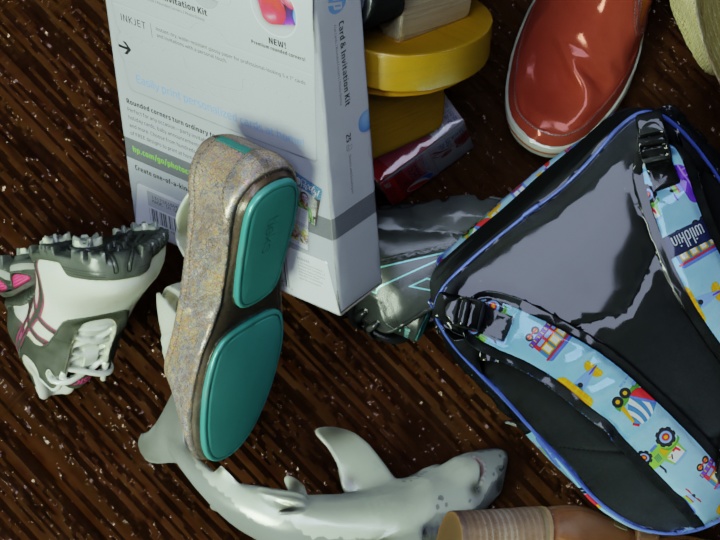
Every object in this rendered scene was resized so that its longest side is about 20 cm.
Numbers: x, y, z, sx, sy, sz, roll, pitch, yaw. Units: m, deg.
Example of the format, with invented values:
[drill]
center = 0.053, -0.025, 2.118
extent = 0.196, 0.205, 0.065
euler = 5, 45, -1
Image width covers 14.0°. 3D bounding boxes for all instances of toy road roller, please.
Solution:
[toy road roller]
center = -0.018, -0.148, 1.600
extent = 0.199, 0.123, 0.147
euler = 29, 127, 36

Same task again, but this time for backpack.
[backpack]
center = 0.155, 0.032, 1.580
extent = 0.182, 0.135, 0.200
euler = -42, 95, 2

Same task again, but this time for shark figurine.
[shark figurine]
center = -0.032, 0.143, 1.649
extent = 0.213, 0.090, 0.129
euler = 11, 48, 3

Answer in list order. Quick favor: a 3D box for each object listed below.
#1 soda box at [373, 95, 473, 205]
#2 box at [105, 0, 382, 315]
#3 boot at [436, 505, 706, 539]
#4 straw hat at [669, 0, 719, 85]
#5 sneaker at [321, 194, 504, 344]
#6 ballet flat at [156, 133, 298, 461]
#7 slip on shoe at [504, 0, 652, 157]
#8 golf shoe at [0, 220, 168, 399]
[soda box]
center = -0.017, -0.138, 1.696
extent = 0.063, 0.070, 0.200
euler = -36, 77, 0
[box]
center = -0.065, -0.090, 1.566
extent = 0.155, 0.201, 0.041
euler = 22, 43, 34
[boot]
center = 0.104, 0.221, 1.616
extent = 0.154, 0.077, 0.201
euler = 6, 106, -18
[straw hat]
center = 0.221, -0.157, 1.649
extent = 0.085, 0.200, 0.203
euler = -7, 76, 48
[sneaker]
center = 0.000, 0.000, 1.667
extent = 0.198, 0.075, 0.080
euler = -1, 82, 9
[ballet flat]
center = -0.076, 0.010, 1.577
extent = 0.067, 0.068, 0.201
euler = 37, 130, 30
[slip on shoe]
center = 0.139, -0.160, 1.680
extent = 0.074, 0.061, 0.201
euler = 27, 87, 11
[golf shoe]
center = -0.150, 0.021, 1.636
extent = 0.077, 0.200, 0.089
euler = -7, 86, -19
